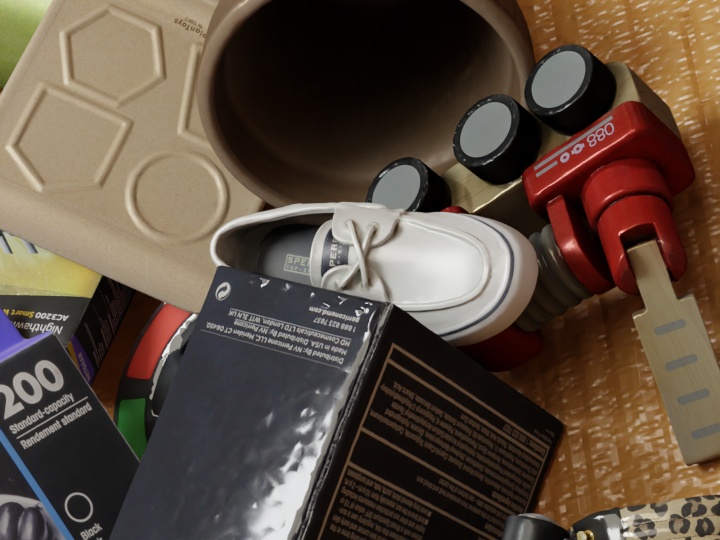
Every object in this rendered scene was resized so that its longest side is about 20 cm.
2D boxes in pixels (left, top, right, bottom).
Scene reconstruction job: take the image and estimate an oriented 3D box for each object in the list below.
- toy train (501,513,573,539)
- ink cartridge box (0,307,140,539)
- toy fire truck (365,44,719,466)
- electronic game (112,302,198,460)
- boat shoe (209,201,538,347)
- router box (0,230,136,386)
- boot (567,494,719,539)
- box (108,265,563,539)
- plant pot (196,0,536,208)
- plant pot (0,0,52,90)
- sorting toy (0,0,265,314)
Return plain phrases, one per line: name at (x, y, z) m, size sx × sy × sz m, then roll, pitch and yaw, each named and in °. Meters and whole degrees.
toy train at (0.084, 0.211, 0.730) m, size 0.113 × 0.085 × 0.201 m, roll 9°, pitch 70°, yaw 18°
ink cartridge box at (-0.230, 0.118, 0.931) m, size 0.200 × 0.198 × 0.043 m, roll 53°, pitch 138°, yaw 5°
toy fire truck at (0.114, 0.012, 0.884) m, size 0.176 × 0.129 × 0.201 m, roll -33°, pitch 46°, yaw 23°
electronic game at (-0.075, 0.077, 1.020) m, size 0.199 × 0.042 × 0.201 m, roll -15°, pitch 61°, yaw 29°
boat shoe at (0.000, 0.000, 0.867) m, size 0.199 × 0.065 × 0.074 m, roll -2°, pitch 77°, yaw 42°
router box at (-0.252, 0.000, 1.101) m, size 0.199 × 0.052 × 0.158 m, roll 5°, pitch 48°, yaw 15°
boot at (0.122, 0.201, 0.802) m, size 0.199 × 0.073 × 0.151 m, roll -18°, pitch 60°, yaw 22°
box at (-0.015, 0.130, 0.849) m, size 0.123 × 0.200 × 0.199 m, roll 11°, pitch 75°, yaw 37°
plant pot at (0.006, -0.156, 0.998) m, size 0.200 × 0.200 × 0.175 m, roll -23°, pitch 40°, yaw 24°
plant pot at (-0.236, -0.203, 1.192) m, size 0.189 × 0.200 × 0.201 m, roll 23°, pitch 82°, yaw 27°
sorting toy at (-0.141, -0.092, 1.068) m, size 0.185 × 0.036 × 0.201 m, roll 24°, pitch 73°, yaw -1°
